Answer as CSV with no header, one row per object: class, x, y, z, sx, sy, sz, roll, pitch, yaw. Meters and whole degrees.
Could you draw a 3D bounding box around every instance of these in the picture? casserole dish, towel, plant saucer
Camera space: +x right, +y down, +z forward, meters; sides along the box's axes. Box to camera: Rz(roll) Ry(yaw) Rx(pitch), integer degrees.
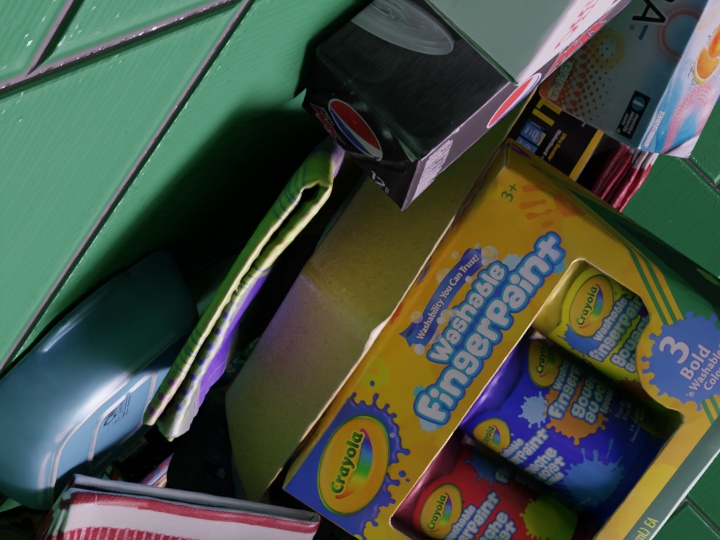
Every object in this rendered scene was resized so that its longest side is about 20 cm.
casserole dish,-0.128,0.061,0.824,0.121,0.039,0.200,-42,171,-23
towel,-0.119,0.196,0.883,0.143,0.023,0.201,12,119,-28
towel,-0.041,-0.002,0.805,0.144,0.023,0.200,-57,180,11
plant saucer,0.000,0.000,0.882,0.200,0.048,0.200,-56,179,-37
towel,0.105,0.003,0.973,0.201,0.023,0.144,-57,-178,0

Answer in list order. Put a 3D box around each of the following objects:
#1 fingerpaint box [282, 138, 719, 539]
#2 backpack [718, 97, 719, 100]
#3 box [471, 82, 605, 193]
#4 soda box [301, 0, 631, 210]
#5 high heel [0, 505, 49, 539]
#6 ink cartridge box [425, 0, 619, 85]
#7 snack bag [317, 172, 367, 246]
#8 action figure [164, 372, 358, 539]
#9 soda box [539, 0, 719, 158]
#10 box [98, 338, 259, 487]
fingerpaint box,0.084,0.066,0.845,0.200,0.166,0.073,-55,-177,16
backpack,0.300,-0.201,1.129,0.201,0.167,0.163,-61,172,-18
box,0.078,-0.033,0.987,0.160,0.049,0.200,-55,179,-27
soda box,0.068,-0.122,0.756,0.200,0.071,0.063,-42,173,-17
high heel,-0.197,0.166,0.865,0.200,0.072,0.143,-32,174,-24
ink cartridge box,0.115,-0.181,0.647,0.200,0.083,0.146,-41,172,-30
snack bag,0.049,-0.091,1.023,0.200,0.021,0.189,-41,171,-27
action figure,-0.073,0.138,0.964,0.200,0.104,0.194,17,-106,54
soda box,0.168,-0.160,0.844,0.063,0.068,0.201,0,118,-54
box,-0.101,0.091,1.125,0.200,0.038,0.137,-41,171,-29
